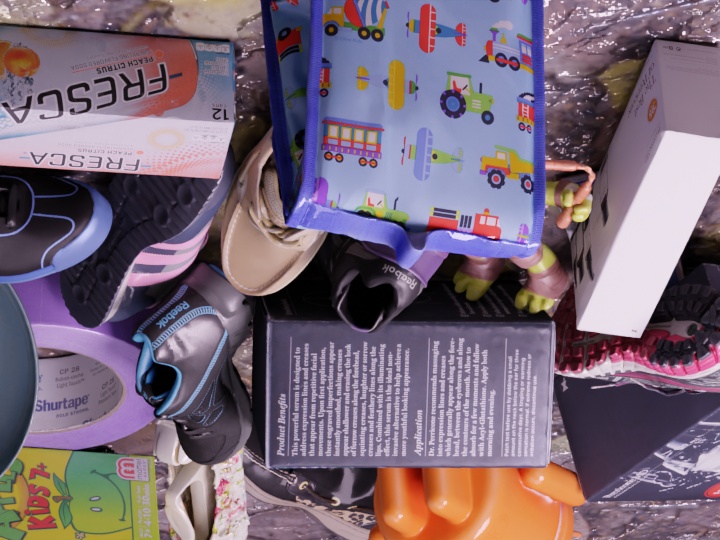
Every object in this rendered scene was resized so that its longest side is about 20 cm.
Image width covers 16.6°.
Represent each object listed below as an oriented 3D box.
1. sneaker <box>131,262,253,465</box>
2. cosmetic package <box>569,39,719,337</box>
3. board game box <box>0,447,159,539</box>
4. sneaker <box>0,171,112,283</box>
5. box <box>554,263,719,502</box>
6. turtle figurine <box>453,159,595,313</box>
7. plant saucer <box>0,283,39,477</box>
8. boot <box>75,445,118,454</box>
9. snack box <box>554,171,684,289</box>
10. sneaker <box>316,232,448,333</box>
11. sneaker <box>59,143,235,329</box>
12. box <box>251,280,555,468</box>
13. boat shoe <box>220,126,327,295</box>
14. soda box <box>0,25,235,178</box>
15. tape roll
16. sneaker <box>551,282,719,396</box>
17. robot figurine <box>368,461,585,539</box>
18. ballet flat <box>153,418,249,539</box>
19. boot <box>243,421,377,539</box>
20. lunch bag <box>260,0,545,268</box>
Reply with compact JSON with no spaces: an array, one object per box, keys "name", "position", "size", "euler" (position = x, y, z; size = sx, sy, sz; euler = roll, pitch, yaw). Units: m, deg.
[{"name":"sneaker","position":[-0.125,0.077,1.736],"size":[0.082,0.073,0.200],"euler":[-37,150,-26]},{"name":"cosmetic package","position":[0.186,-0.050,1.608],"size":[0.050,0.083,0.200],"euler":[6,139,-11]},{"name":"board game box","position":[-0.253,0.185,1.844],"size":[0.199,0.102,0.048],"euler":[5,136,-15]},{"name":"sneaker","position":[-0.267,-0.035,1.630],"size":[0.199,0.070,0.078],"euler":[-7,156,11]},{"name":"box","position":[0.277,0.087,1.828],"size":[0.182,0.104,0.200],"euler":[3,151,-32]},{"name":"turtle figurine","position":[0.074,-0.045,1.654],"size":[0.199,0.065,0.161],"euler":[2,143,22]},{"name":"plant saucer","position":[-0.303,0.064,1.708],"size":[0.200,0.201,0.027],"euler":[-19,179,25]},{"name":"boot","position":[-0.304,0.151,1.939],"size":[0.168,0.077,0.200],"euler":[-18,153,29]},{"name":"snack box","position":[0.190,-0.012,1.761],"size":[0.072,0.024,0.200],"euler":[-11,149,9]},{"name":"sneaker","position":[0.000,0.000,1.624],"size":[0.076,0.088,0.200],"euler":[31,162,-7]},{"name":"sneaker","position":[-0.128,-0.037,1.667],"size":[0.082,0.070,0.200],"euler":[-16,159,-45]},{"name":"box","position":[0.026,0.071,1.741],"size":[0.199,0.107,0.148],"euler":[1,-170,-5]},{"name":"boat shoe","position":[-0.047,-0.050,1.585],"size":[0.072,0.065,0.200],"euler":[31,130,-1]},{"name":"soda box","position":[-0.178,-0.105,1.528],"size":[0.199,0.064,0.068],"euler":[3,150,-11]},{"name":"tape roll","position":[-0.239,0.061,1.805],"size":[0.199,0.066,0.200],"euler":[-2,150,-1]},{"name":"sneaker","position":[0.200,0.054,1.709],"size":[0.075,0.081,0.200],"euler":[32,168,-33]},{"name":"robot figurine","position":[0.086,0.181,1.875],"size":[0.144,0.117,0.200],"euler":[-52,141,5]},{"name":"ballet flat","position":[-0.125,0.145,1.878],"size":[0.075,0.064,0.201],"euler":[16,128,35]},{"name":"boot","position":[-0.006,0.138,1.954],"size":[0.150,0.073,0.200],"euler":[-30,133,30]},{"name":"lunch bag","position":[0.029,-0.093,1.431],"size":[0.150,0.201,0.094],"euler":[10,147,-21]}]
